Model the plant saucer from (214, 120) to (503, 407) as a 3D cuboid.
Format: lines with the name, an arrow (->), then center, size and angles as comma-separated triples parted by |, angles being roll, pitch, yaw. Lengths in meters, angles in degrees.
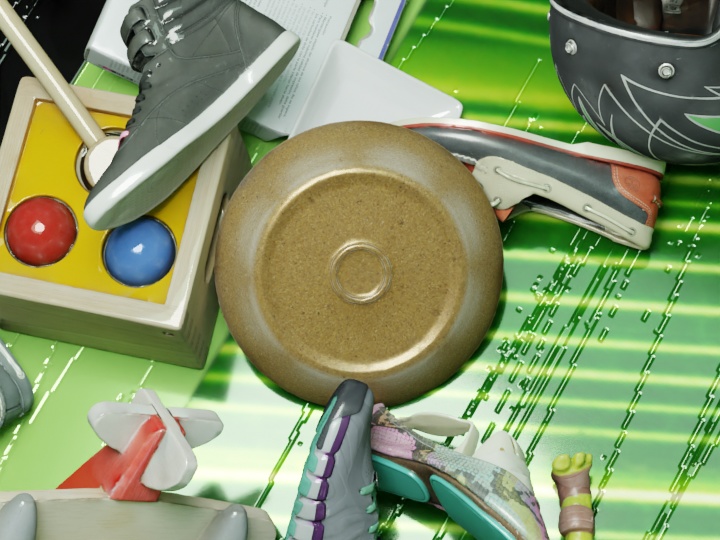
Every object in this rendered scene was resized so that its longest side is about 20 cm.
plant saucer -> 0.000, 0.000, 1.560 | 0.199, 0.035, 0.201 | 0, 99, -3

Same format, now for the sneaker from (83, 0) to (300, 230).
sneaker -> -0.138, -0.116, 1.522 | 0.099, 0.071, 0.200 | 40, 65, 5

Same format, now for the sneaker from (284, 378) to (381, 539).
sneaker -> -0.004, 0.170, 1.514 | 0.087, 0.074, 0.201 | 16, 108, 0

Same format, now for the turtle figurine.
turtle figurine -> 0.146, 0.205, 1.510 | 0.199, 0.064, 0.162 | -23, 61, 14

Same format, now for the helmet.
helmet -> 0.226, -0.164, 1.551 | 0.200, 0.200, 0.191 | 32, 93, 14

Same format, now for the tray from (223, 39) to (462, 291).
tray -> -0.013, -0.052, 1.617 | 0.107, 0.022, 0.201 | 27, 76, -11

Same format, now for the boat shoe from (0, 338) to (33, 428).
boat shoe -> -0.302, 0.036, 1.623 | 0.062, 0.073, 0.200 | -15, 56, -45

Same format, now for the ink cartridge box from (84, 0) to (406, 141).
ink cartridge box -> -0.072, -0.202, 1.664 | 0.199, 0.043, 0.197 | 24, 76, -8

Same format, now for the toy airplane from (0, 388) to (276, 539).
toy airplane -> -0.160, 0.172, 1.483 | 0.199, 0.199, 0.142 | -16, 61, -1

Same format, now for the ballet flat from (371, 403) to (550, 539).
ballet flat -> 0.063, 0.131, 1.513 | 0.200, 0.069, 0.071 | 22, 61, 42

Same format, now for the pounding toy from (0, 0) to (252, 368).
pounding toy -> -0.183, -0.062, 1.587 | 0.183, 0.142, 0.201 | 11, 74, 9

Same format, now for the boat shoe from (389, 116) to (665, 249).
boat shoe -> 0.111, -0.063, 1.595 | 0.199, 0.071, 0.063 | 11, 86, 0
